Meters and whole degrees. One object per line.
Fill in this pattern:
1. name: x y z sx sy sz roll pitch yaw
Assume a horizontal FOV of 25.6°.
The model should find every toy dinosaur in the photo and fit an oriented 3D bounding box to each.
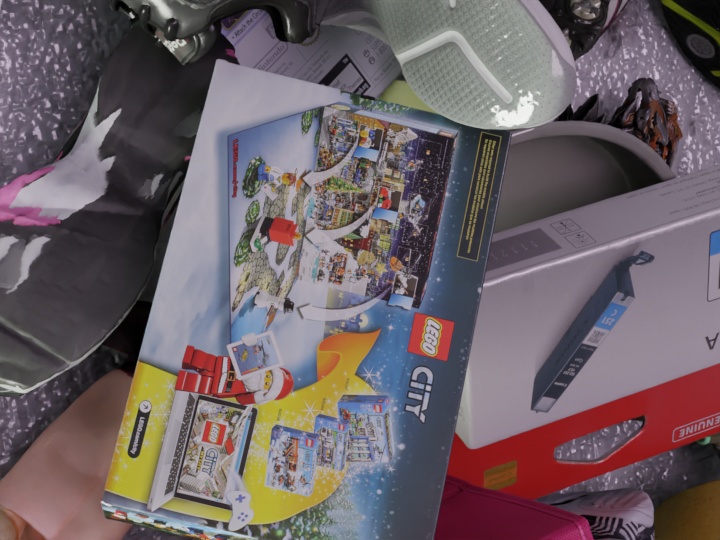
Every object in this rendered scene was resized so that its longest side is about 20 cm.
1. toy dinosaur: 0.116 -0.032 0.887 0.136 0.101 0.201 52 45 -39

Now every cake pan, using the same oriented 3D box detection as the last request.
1. cake pan: 0.078 0.010 0.815 0.198 0.037 0.202 -13 124 -21

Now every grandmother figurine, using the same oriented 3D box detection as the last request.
1. grandmother figurine: -0.103 0.064 0.775 0.121 0.060 0.200 48 66 -10

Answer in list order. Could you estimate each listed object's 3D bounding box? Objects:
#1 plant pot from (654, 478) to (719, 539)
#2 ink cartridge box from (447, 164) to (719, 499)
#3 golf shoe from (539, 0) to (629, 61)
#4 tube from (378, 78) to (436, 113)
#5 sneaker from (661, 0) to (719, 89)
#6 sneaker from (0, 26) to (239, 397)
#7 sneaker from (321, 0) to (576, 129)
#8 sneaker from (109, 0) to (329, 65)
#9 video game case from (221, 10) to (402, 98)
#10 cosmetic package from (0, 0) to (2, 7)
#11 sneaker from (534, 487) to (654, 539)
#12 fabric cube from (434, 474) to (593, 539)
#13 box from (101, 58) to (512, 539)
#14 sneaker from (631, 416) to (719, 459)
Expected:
1. plant pot: 0.237 0.197 0.921 0.198 0.200 0.143 3 65 -31
2. ink cartridge box: 0.133 0.048 0.815 0.198 0.045 0.178 -17 123 -18
3. golf shoe: 0.101 -0.133 0.857 0.077 0.088 0.200 36 55 17
4. tube: 0.000 0.000 0.837 0.058 0.052 0.202 26 78 -24
5. sneaker: 0.216 -0.184 0.949 0.077 0.075 0.200 -50 117 -22
6. sneaker: -0.122 -0.022 0.741 0.080 0.086 0.201 37 68 -1
7. sneaker: 0.040 -0.124 0.729 0.080 0.200 0.071 -2 120 -38
8. sneaker: -0.098 -0.142 0.689 0.198 0.071 0.099 5 96 -12
9. video game case: -0.030 -0.181 0.817 0.200 0.045 0.182 -48 115 -21
10. cosmetic package: -0.243 -0.085 0.689 0.150 0.052 0.202 15 84 -29
11. sneaker: 0.126 0.190 0.854 0.074 0.200 0.116 -6 96 10
12. fabric cube: -0.003 0.227 0.757 0.198 0.199 0.198 -21 103 -26
13. box: -0.020 0.021 0.680 0.135 0.038 0.202 14 72 -3
14. sneaker: 0.185 0.068 0.940 0.088 0.077 0.201 -33 121 -4
